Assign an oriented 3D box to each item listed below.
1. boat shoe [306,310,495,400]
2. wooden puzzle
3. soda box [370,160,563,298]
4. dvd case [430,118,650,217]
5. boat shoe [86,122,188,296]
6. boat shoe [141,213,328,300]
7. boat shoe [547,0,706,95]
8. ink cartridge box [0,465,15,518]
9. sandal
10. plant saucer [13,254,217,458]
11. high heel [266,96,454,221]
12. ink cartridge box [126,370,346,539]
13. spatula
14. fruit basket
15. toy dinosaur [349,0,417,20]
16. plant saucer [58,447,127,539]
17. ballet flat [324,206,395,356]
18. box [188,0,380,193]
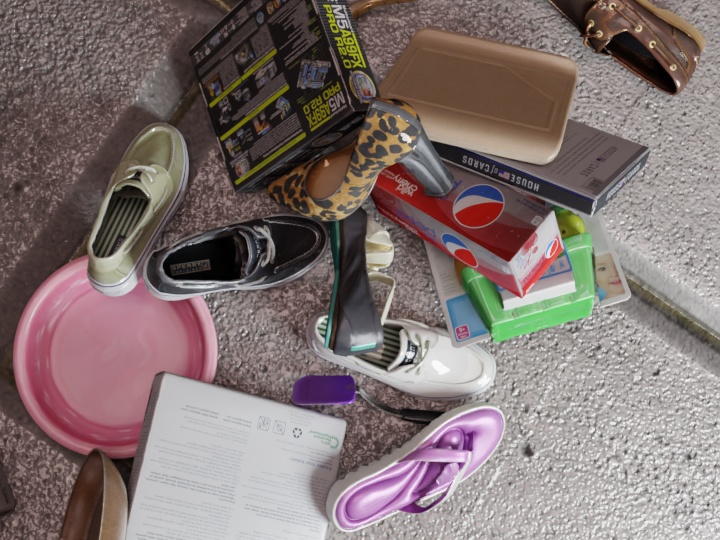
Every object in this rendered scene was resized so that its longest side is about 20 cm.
[{"bbox_3d":[0.041,0.086,1.006,0.197,0.067,0.075,10,82,-1],"label":"boat shoe"},{"bbox_3d":[0.116,-0.172,0.998,0.182,0.038,0.201,14,38,10],"label":"wooden puzzle"},{"bbox_3d":[0.095,-0.057,0.969,0.070,0.064,0.199,-47,52,-12],"label":"soda box"},{"bbox_3d":[0.163,-0.121,0.979,0.198,0.150,0.025,26,126,24],"label":"dvd case"},{"bbox_3d":[-0.215,-0.071,0.988,0.071,0.062,0.202,12,59,-2],"label":"boat shoe"},{"bbox_3d":[-0.112,-0.018,0.984,0.197,0.068,0.073,-10,85,-28],"label":"boat shoe"},{"bbox_3d":[0.268,-0.259,1.060,0.198,0.070,0.071,30,78,1],"label":"boat shoe"},{"bbox_3d":[-0.455,0.208,0.958,0.198,0.083,0.148,-26,84,-5],"label":"ink cartridge box"},{"bbox_3d":[0.063,0.202,0.980,0.201,0.050,0.083,-28,123,-12],"label":"sandal"},{"bbox_3d":[-0.239,0.083,1.002,0.197,0.051,0.204,0,82,-3],"label":"plant saucer"},{"bbox_3d":[-0.025,-0.109,0.926,0.197,0.143,0.072,-4,63,26],"label":"high heel"},{"bbox_3d":[-0.122,0.217,0.950,0.194,0.043,0.203,19,73,-23],"label":"ink cartridge box"},{"bbox_3d":[0.029,0.136,1.015,0.197,0.057,0.021,15,113,-8],"label":"spatula"},{"bbox_3d":[0.155,-0.040,1.015,0.182,0.094,0.203,-15,74,4],"label":"fruit basket"},{"bbox_3d":[-0.042,-0.245,1.061,0.106,0.060,0.201,39,87,-22],"label":"toy dinosaur"},{"bbox_3d":[-0.247,0.265,0.913,0.032,0.200,0.203,14,81,-23],"label":"plant saucer"},{"bbox_3d":[0.000,0.000,0.986,0.072,0.074,0.202,2,48,-2],"label":"ballet flat"},{"bbox_3d":[-0.078,-0.187,0.980,0.044,0.199,0.162,-13,80,-44],"label":"box"}]
